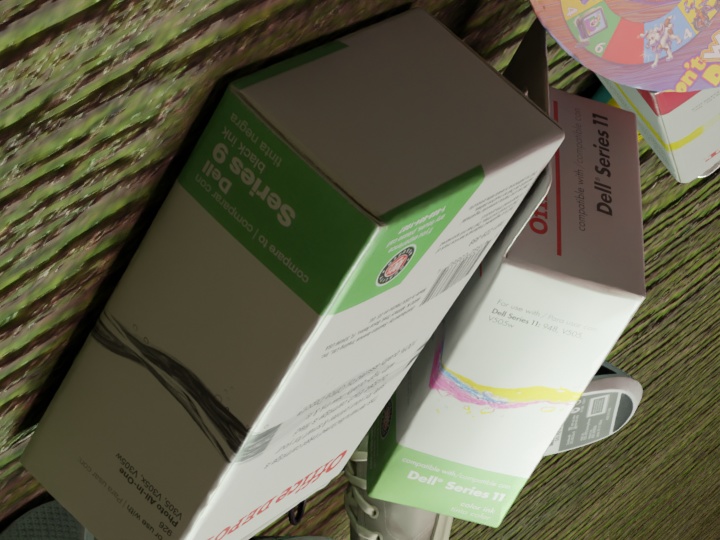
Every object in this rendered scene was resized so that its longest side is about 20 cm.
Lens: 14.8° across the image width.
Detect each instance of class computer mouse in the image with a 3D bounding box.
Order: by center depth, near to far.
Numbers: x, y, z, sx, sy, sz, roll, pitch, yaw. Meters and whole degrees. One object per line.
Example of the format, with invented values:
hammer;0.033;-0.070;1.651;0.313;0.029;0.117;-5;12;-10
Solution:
computer mouse;0.046;0.075;1.430;0.198;0.044;0.110;-12;151;-10

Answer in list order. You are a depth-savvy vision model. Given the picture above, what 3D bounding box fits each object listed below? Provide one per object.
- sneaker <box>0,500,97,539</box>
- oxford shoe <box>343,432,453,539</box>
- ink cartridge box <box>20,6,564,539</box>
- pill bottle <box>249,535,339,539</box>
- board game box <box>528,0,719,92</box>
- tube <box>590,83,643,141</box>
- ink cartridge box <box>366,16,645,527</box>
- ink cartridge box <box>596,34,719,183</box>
sneaker;-0.106;0.132;1.207;0.200;0.070;0.080;-29;159;-54
oxford shoe;0.016;0.101;1.348;0.057;0.075;0.201;8;113;-25
ink cartridge box;-0.028;0.011;1.081;0.146;0.084;0.201;-28;155;-55
pill bottle;-0.050;0.182;1.311;0.113;0.113;0.200;-44;-172;-17
board game box;0.157;-0.154;1.105;0.200;0.039;0.158;-48;128;5
tube;0.162;-0.112;1.419;0.200;0.050;0.077;-47;158;12
ink cartridge box;0.068;0.001;1.190;0.118;0.067;0.201;-87;-162;-44
ink cartridge box;0.174;-0.130;1.274;0.145;0.084;0.200;-37;166;1
